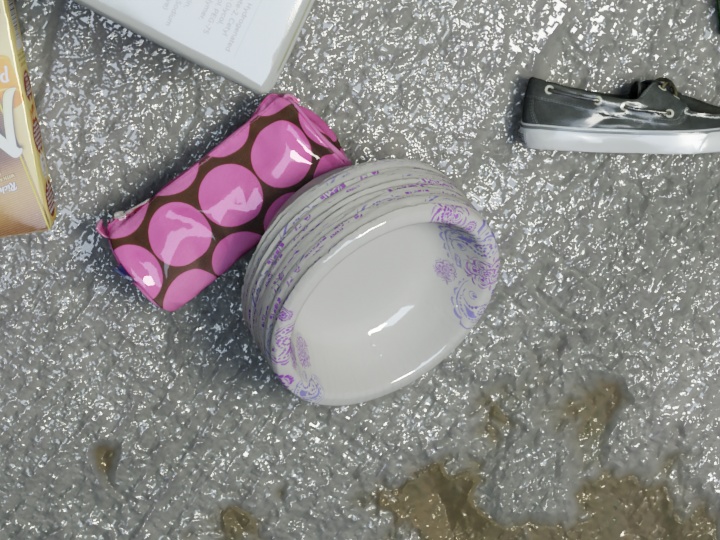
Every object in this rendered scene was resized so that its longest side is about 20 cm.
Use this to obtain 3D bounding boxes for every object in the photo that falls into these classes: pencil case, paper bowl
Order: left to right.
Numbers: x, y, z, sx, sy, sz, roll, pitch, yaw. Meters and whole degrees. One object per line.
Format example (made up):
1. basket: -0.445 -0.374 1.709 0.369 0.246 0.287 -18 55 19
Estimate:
1. pencil case: -0.107 -0.057 1.229 0.199 0.091 0.094 -38 99 2
2. paper bowl: 0.000 0.000 1.213 0.199 0.105 0.202 -22 140 -20

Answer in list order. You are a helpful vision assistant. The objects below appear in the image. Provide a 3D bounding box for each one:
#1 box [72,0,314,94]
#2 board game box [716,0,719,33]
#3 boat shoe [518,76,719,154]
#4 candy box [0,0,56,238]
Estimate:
1. box: -0.101 -0.259 1.123 0.170 0.199 0.201 26 100 -11
2. board game box: 0.377 -0.279 1.241 0.198 0.040 0.155 -12 104 -2
3. boat shoe: 0.226 -0.125 1.251 0.197 0.069 0.057 0 103 -3
4. candy box: -0.312 -0.123 1.210 0.114 0.055 0.202 -10 103 -3
